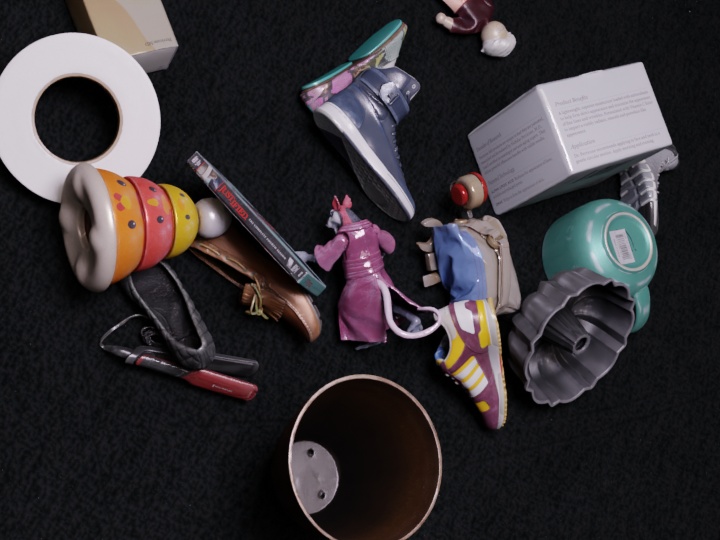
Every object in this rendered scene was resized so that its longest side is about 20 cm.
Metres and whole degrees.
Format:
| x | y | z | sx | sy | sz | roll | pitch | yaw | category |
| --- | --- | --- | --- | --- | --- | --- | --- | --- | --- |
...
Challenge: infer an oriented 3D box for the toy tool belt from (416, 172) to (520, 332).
| x | y | z | sx | sy | sz | roll | pitch | yaw | category |
| --- | --- | --- | --- | --- | --- | --- | --- | --- | --- |
| 0.136 | -0.023 | 1.417 | 0.121 | 0.124 | 0.203 | -18 | 94 | -29 | toy tool belt |

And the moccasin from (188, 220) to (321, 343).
| x | y | z | sx | sy | sz | roll | pitch | yaw | category |
| --- | --- | --- | --- | --- | --- | --- | --- | --- | --- |
| -0.131 | 0.020 | 1.309 | 0.201 | 0.074 | 0.078 | 45 | 64 | -6 | moccasin |

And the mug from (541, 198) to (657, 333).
| x | y | z | sx | sy | sz | roll | pitch | yaw | category |
| --- | --- | --- | --- | --- | --- | --- | --- | --- | --- |
| 0.372 | -0.018 | 1.533 | 0.184 | 0.114 | 0.153 | 32 | 64 | -13 | mug |

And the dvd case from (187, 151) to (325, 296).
| x | y | z | sx | sy | sz | roll | pitch | yaw | category |
| --- | --- | --- | --- | --- | --- | --- | --- | --- | --- |
| -0.124 | -0.053 | 1.275 | 0.022 | 0.146 | 0.200 | -44 | 79 | -1 | dvd case |

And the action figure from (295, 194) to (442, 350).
| x | y | z | sx | sy | sz | roll | pitch | yaw | category |
| --- | --- | --- | --- | --- | --- | --- | --- | --- | --- |
| 0.000 | 0.000 | 1.343 | 0.132 | 0.148 | 0.203 | -21 | 98 | -22 | action figure |

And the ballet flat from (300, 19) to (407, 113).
| x | y | z | sx | sy | sz | roll | pitch | yaw | category |
| --- | --- | --- | --- | --- | --- | --- | --- | --- | --- |
| 0.000 | -0.275 | 1.469 | 0.200 | 0.069 | 0.072 | -41 | 112 | -25 | ballet flat |

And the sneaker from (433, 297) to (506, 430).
| x | y | z | sx | sy | sz | roll | pitch | yaw | category |
| --- | --- | --- | --- | --- | --- | --- | --- | --- | --- |
| 0.145 | 0.127 | 1.389 | 0.089 | 0.075 | 0.203 | -7 | 117 | 5 | sneaker |

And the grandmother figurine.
| x | y | z | sx | sy | sz | roll | pitch | yaw | category |
| --- | --- | --- | --- | --- | --- | --- | --- | --- | --- |
| 0.159 | -0.404 | 1.580 | 0.121 | 0.061 | 0.200 | -43 | 92 | -20 | grandmother figurine |

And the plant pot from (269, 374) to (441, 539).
| x | y | z | sx | sy | sz | roll | pitch | yaw | category |
| --- | --- | --- | --- | --- | --- | --- | --- | --- | --- |
| -0.030 | 0.233 | 1.222 | 0.184 | 0.200 | 0.190 | 7 | 73 | -22 | plant pot |

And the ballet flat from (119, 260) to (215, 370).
| x | y | z | sx | sy | sz | roll | pitch | yaw | category |
| --- | --- | --- | --- | --- | --- | --- | --- | --- | --- |
| -0.233 | 0.032 | 1.249 | 0.066 | 0.057 | 0.201 | -31 | 70 | -25 | ballet flat |

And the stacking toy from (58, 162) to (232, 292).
| x | y | z | sx | sy | sz | roll | pitch | yaw | category |
| --- | --- | --- | --- | --- | --- | --- | --- | --- | --- |
| -0.243 | -0.060 | 1.232 | 0.198 | 0.146 | 0.148 | -10 | 79 | -34 | stacking toy |

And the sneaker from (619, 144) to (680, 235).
| x | y | z | sx | sy | sz | roll | pitch | yaw | category |
| --- | --- | --- | --- | --- | --- | --- | --- | --- | --- |
| 0.464 | -0.146 | 1.638 | 0.114 | 0.075 | 0.203 | -1 | 74 | -27 | sneaker |

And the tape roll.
| x | y | z | sx | sy | sz | roll | pitch | yaw | category |
| --- | --- | --- | --- | --- | --- | --- | --- | --- | --- |
| -0.340 | -0.180 | 1.250 | 0.199 | 0.037 | 0.207 | -3 | 98 | -18 | tape roll |

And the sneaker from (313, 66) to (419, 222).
| x | y | z | sx | sy | sz | roll | pitch | yaw | category |
| --- | --- | --- | --- | --- | --- | --- | --- | --- | --- |
| 0.046 | -0.182 | 1.429 | 0.146 | 0.077 | 0.203 | -45 | 112 | -23 | sneaker |

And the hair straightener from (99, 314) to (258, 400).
| x | y | z | sx | sy | sz | roll | pitch | yaw | category |
| --- | --- | --- | --- | --- | --- | --- | --- | --- | --- |
| -0.219 | 0.100 | 1.274 | 0.197 | 0.041 | 0.078 | 14 | 49 | -15 | hair straightener |

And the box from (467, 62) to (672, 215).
| x | y | z | sx | sy | sz | roll | pitch | yaw | category |
| --- | --- | --- | --- | --- | --- | --- | --- | --- | --- |
| 0.297 | -0.189 | 1.500 | 0.197 | 0.200 | 0.133 | -17 | 84 | -27 | box |

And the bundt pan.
| x | y | z | sx | sy | sz | roll | pitch | yaw | category |
| --- | --- | --- | --- | --- | --- | --- | --- | --- | --- |
| 0.280 | 0.083 | 1.437 | 0.200 | 0.204 | 0.076 | -18 | 39 | -28 | bundt pan |

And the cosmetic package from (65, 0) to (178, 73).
| x | y | z | sx | sy | sz | roll | pitch | yaw | category |
| --- | --- | --- | --- | --- | --- | --- | --- | --- | --- |
| -0.319 | -0.352 | 1.331 | 0.104 | 0.071 | 0.203 | -21 | 84 | -28 | cosmetic package |
